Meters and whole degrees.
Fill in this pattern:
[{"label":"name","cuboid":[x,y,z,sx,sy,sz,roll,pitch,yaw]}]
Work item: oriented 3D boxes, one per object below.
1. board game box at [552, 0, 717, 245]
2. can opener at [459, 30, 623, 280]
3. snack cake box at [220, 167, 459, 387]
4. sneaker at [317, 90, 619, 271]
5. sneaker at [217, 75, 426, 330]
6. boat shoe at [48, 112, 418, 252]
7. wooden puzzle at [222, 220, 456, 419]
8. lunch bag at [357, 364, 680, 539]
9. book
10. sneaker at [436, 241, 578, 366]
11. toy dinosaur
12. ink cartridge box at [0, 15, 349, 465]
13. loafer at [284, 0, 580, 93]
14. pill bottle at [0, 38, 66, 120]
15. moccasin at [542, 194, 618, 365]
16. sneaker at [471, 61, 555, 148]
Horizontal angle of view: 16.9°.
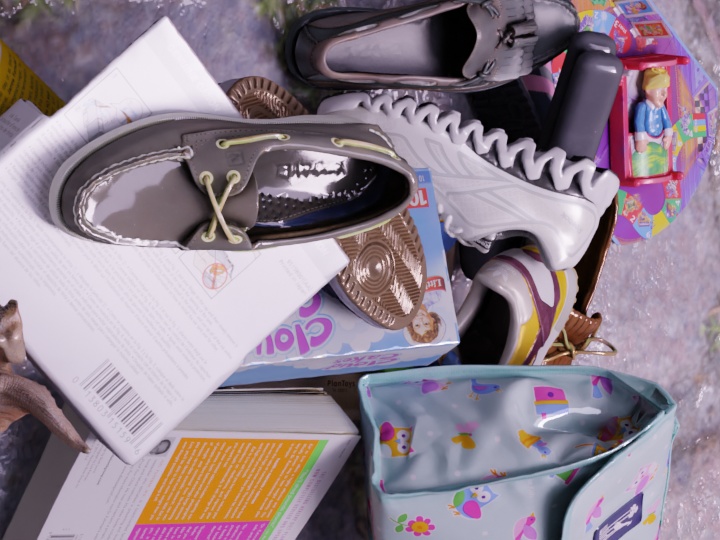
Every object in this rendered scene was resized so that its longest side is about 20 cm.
[{"label":"board game box","cuboid":[0.207,-0.115,1.769,0.200,0.039,0.158,47,65,-34]},{"label":"can opener","cuboid":[0.117,-0.069,1.623,0.067,0.053,0.200,8,124,-11]},{"label":"snack cake box","cuboid":[-0.049,0.007,1.484,0.200,0.067,0.115,-6,78,-21]},{"label":"sneaker","cuboid":[0.062,-0.061,1.557,0.200,0.075,0.081,20,93,2]},{"label":"sneaker","cuboid":[-0.049,-0.039,1.430,0.200,0.108,0.070,48,58,-33]},{"label":"boat shoe","cuboid":[-0.065,-0.045,1.299,0.201,0.060,0.072,-8,113,-27]},{"label":"wooden puzzle","cuboid":[0.000,0.000,1.600,0.185,0.046,0.200,2,93,-41]},{"label":"lunch bag","cuboid":[0.104,0.145,1.560,0.200,0.122,0.170,-6,138,-3]},{"label":"book","cuboid":[-0.113,0.138,1.488,0.200,0.048,0.134,3,125,-42]},{"label":"sneaker","cuboid":[0.080,0.077,1.626,0.090,0.075,0.200,-17,125,-51]},{"label":"toy dinosaur","cuboid":[-0.235,0.068,1.316,0.136,0.200,0.086,88,10,-65]},{"label":"ink cartridge box","cuboid":[-0.126,-0.019,1.337,0.174,0.044,0.200,-43,123,-10]},{"label":"loafer","cuboid":[0.054,-0.145,1.572,0.200,0.063,0.072,-9,104,-14]},{"label":"pill bottle","cuboid":[-0.219,-0.068,1.359,0.200,0.112,0.113,47,66,-35]},{"label":"moccasin","cuboid":[0.138,0.031,1.702,0.074,0.078,0.202,29,76,-41]},{"label":"sneaker","cuboid":[0.115,-0.150,1.667,0.082,0.070,0.200,-36,118,-29]}]
